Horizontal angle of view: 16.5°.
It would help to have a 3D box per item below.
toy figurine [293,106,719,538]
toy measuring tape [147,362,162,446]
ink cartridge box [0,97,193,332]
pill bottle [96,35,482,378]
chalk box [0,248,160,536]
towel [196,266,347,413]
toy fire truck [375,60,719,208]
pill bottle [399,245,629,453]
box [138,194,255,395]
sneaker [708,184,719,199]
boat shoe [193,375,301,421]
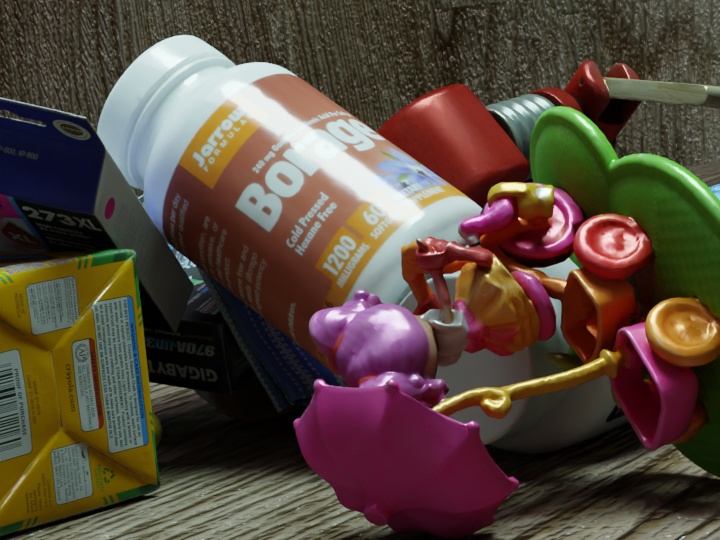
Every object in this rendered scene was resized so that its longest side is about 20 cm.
[{"bbox_3d":[0.053,0.032,1.055,0.184,0.150,0.200,-20,54,-21],"label":"toy figurine"},{"bbox_3d":[-0.173,0.042,1.340,0.074,0.074,0.200,-11,31,-41],"label":"toy measuring tape"},{"bbox_3d":[-0.155,-0.029,1.250,0.095,0.037,0.200,13,-23,17],"label":"ink cartridge box"},{"bbox_3d":[-0.039,-0.036,1.278,0.200,0.112,0.112,36,27,25],"label":"pill bottle"},{"bbox_3d":[-0.216,0.059,1.236,0.200,0.125,0.124,0,8,42],"label":"chalk box"},{"bbox_3d":[0.000,0.000,1.386,0.200,0.145,0.024,-12,-26,-42],"label":"towel"},{"bbox_3d":[0.099,-0.064,1.344,0.176,0.129,0.200,-16,-30,-42],"label":"toy fire truck"},{"bbox_3d":[0.101,0.029,1.233,0.111,0.112,0.200,-3,6,35],"label":"pill bottle"},{"bbox_3d":[-0.087,-0.001,1.444,0.159,0.046,0.200,7,29,31],"label":"box"},{"bbox_3d":[0.177,0.005,1.412,0.200,0.076,0.105,2,47,-15],"label":"sneaker"},{"bbox_3d":[-0.010,0.040,1.477,0.200,0.071,0.069,-10,8,-25],"label":"boat shoe"}]
